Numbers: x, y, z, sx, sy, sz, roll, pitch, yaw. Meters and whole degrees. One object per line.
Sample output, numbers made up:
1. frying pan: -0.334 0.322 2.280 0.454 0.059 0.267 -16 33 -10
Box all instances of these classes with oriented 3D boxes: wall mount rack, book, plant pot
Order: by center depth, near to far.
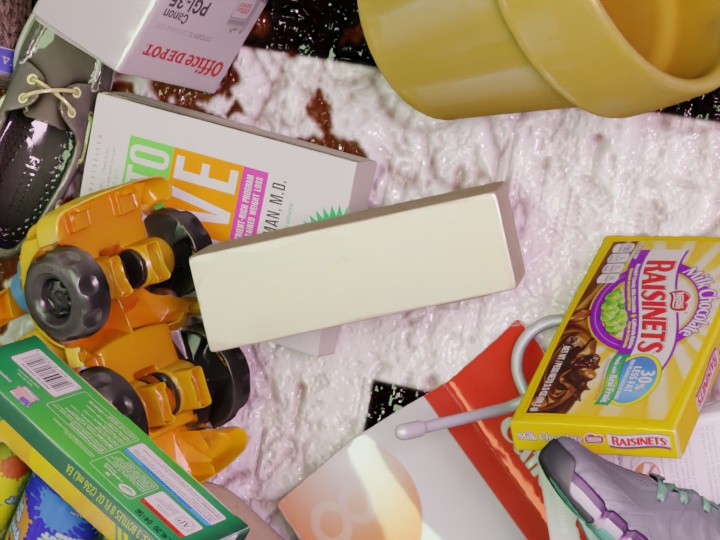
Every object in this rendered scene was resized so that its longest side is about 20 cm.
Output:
1. plant pot: 0.109 -0.177 1.542 0.189 0.200 0.201 -19 79 39
2. wall mount rack: 0.126 0.122 1.547 0.173 0.075 0.200 -25 73 -2
3. book: -0.095 -0.033 1.701 0.199 0.048 0.134 16 99 24

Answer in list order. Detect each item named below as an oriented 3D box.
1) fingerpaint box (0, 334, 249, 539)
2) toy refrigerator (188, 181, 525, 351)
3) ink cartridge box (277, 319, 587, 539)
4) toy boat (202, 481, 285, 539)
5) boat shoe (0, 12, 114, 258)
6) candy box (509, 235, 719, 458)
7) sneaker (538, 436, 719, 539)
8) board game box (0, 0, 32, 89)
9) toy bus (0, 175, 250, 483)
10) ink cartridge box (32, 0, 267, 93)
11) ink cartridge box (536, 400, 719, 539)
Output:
1. fingerpaint box: -0.187 0.169 1.567 0.200 0.073 0.167 40 122 23
2. toy refrigerator: 0.000 0.000 1.604 0.199 0.076 0.070 -13 95 9
3. ink cartridge box: 0.067 0.154 1.608 0.200 0.050 0.162 -42 72 19
4. toy boat: -0.096 0.244 1.654 0.200 0.130 0.131 42 134 22
5. boat shoe: -0.215 -0.103 1.735 0.072 0.060 0.202 18 99 -9
6. candy box: 0.167 0.042 1.502 0.102 0.200 0.026 3 125 23
7. sneaker: 0.192 0.145 1.431 0.200 0.074 0.088 42 91 -12
8. board game box: -0.311 -0.230 1.746 0.097 0.159 0.201 -7 84 24
9. toy bus: -0.190 0.051 1.677 0.192 0.136 0.201 -8 100 41
10. ink cartridge box: -0.107 -0.224 1.658 0.083 0.146 0.200 35 102 21
11. ink cartridge box: 0.215 0.158 1.491 0.199 0.050 0.163 -9 97 11
